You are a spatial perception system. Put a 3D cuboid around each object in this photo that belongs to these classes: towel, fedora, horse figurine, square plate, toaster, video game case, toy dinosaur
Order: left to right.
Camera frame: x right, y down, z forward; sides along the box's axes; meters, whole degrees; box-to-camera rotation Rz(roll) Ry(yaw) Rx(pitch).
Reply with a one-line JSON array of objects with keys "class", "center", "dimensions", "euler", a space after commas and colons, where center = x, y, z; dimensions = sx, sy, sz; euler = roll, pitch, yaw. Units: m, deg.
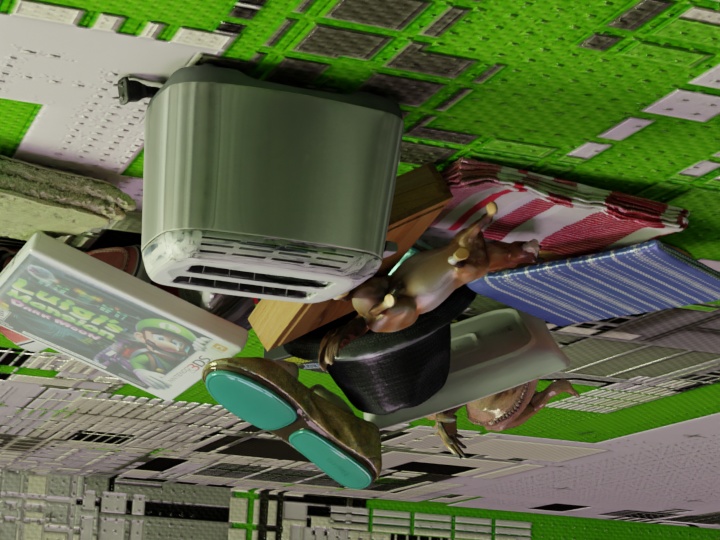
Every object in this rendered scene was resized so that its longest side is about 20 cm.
[{"class": "towel", "center": [-0.291, -0.060, 1.365], "dimensions": [0.199, 0.037, 0.148], "euler": [11, 165, -34]}, {"class": "video game case", "center": [-0.219, 0.045, 1.506], "dimensions": [0.200, 0.023, 0.182], "euler": [27, 152, -17]}, {"class": "toaster", "center": [-0.068, -0.054, 1.146], "dimensions": [0.199, 0.130, 0.114], "euler": [8, 165, -21]}, {"class": "fedora", "center": [0.027, 0.071, 1.554], "dimensions": [0.200, 0.092, 0.201], "euler": [-16, -166, 4]}, {"class": "horse figurine", "center": [0.048, 0.009, 1.343], "dimensions": [0.200, 0.050, 0.133], "euler": [-31, 168, 0]}, {"class": "square plate", "center": [0.090, 0.086, 1.663], "dimensions": [0.197, 0.029, 0.200], "euler": [-19, -166, 1]}, {"class": "toy dinosaur", "center": [0.130, 0.131, 1.734], "dimensions": [0.135, 0.086, 0.200], "euler": [-31, -176, -16]}, {"class": "towel", "center": [0.138, -0.041, 1.363], "dimensions": [0.199, 0.023, 0.144], "euler": [11, 164, -19]}, {"class": "towel", "center": [0.205, 0.009, 1.467], "dimensions": [0.200, 0.024, 0.145], "euler": [-12, 157, 41]}]

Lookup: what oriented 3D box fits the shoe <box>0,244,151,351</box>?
[{"class": "shoe", "center": [-0.281, 0.013, 1.590], "dimensions": [0.200, 0.072, 0.091], "euler": [-23, 138, 39]}]

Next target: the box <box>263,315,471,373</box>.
[{"class": "box", "center": [0.014, 0.076, 1.850], "dimensions": [0.160, 0.044, 0.200], "euler": [12, 163, -32]}]

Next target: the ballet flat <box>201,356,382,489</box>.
[{"class": "ballet flat", "center": [-0.056, 0.118, 1.516], "dimensions": [0.200, 0.071, 0.071], "euler": [38, 150, -27]}]

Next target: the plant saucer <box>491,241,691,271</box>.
[{"class": "plant saucer", "center": [0.197, 0.006, 1.554], "dimensions": [0.199, 0.032, 0.200], "euler": [2, 166, 0]}]

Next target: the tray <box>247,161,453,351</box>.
[{"class": "tray", "center": [-0.011, -0.007, 1.343], "dimensions": [0.098, 0.037, 0.200], "euler": [-25, 167, -30]}]

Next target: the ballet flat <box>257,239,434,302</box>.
[{"class": "ballet flat", "center": [0.000, 0.000, 1.527], "dimensions": [0.199, 0.075, 0.074], "euler": [-4, 165, 34]}]

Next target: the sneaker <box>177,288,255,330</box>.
[{"class": "sneaker", "center": [-0.132, 0.001, 1.505], "dimensions": [0.075, 0.082, 0.200], "euler": [-37, 164, -27]}]

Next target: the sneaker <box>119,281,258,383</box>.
[{"class": "sneaker", "center": [-0.171, 0.053, 1.637], "dimensions": [0.199, 0.116, 0.078], "euler": [-1, 167, 21]}]
